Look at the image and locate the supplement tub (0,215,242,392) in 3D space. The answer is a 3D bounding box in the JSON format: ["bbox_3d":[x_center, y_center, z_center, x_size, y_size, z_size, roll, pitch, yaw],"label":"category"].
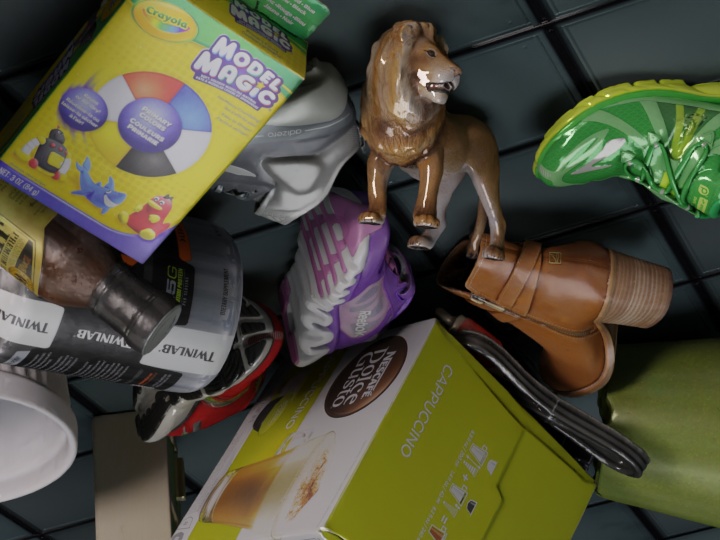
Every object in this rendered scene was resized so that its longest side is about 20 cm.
[{"bbox_3d":[-0.190,0.010,1.409,0.198,0.124,0.122,11,146,-29],"label":"supplement tub"}]

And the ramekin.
[{"bbox_3d":[-0.310,0.089,1.538,0.198,0.106,0.201,-5,150,-3],"label":"ramekin"}]

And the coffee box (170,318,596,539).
[{"bbox_3d":[0.019,0.185,1.569,0.200,0.200,0.197,45,146,-22],"label":"coffee box"}]

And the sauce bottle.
[{"bbox_3d":[-0.200,-0.023,1.299,0.199,0.065,0.065,37,148,9],"label":"sauce bottle"}]

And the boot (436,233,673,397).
[{"bbox_3d":[0.129,0.027,1.566,0.153,0.074,0.200,12,150,-13],"label":"boot"}]

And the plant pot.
[{"bbox_3d":[0.285,0.129,1.669,0.188,0.202,0.201,5,150,4],"label":"plant pot"}]

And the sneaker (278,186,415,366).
[{"bbox_3d":[0.000,0.000,1.484,0.088,0.081,0.200,-6,156,-15],"label":"sneaker"}]

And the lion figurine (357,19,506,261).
[{"bbox_3d":[0.050,-0.080,1.346,0.072,0.124,0.200,3,170,19],"label":"lion figurine"}]

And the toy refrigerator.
[{"bbox_3d":[-0.177,0.221,1.695,0.069,0.202,0.076,-7,150,0],"label":"toy refrigerator"}]

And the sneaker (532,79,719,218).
[{"bbox_3d":[0.213,-0.078,1.375,0.198,0.084,0.074,-6,151,0],"label":"sneaker"}]

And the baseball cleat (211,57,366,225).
[{"bbox_3d":[-0.094,-0.066,1.327,0.198,0.070,0.107,-15,119,15],"label":"baseball cleat"}]

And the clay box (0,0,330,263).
[{"bbox_3d":[-0.118,-0.106,1.231,0.114,0.048,0.200,31,123,-20],"label":"clay box"}]

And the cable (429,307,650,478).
[{"bbox_3d":[0.136,0.087,1.576,0.199,0.051,0.097,25,156,8],"label":"cable"}]

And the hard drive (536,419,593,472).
[{"bbox_3d":[0.085,0.137,1.677,0.199,0.038,0.140,25,149,8],"label":"hard drive"}]

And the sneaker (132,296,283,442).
[{"bbox_3d":[-0.105,0.072,1.599,0.084,0.078,0.200,0,158,-33],"label":"sneaker"}]
